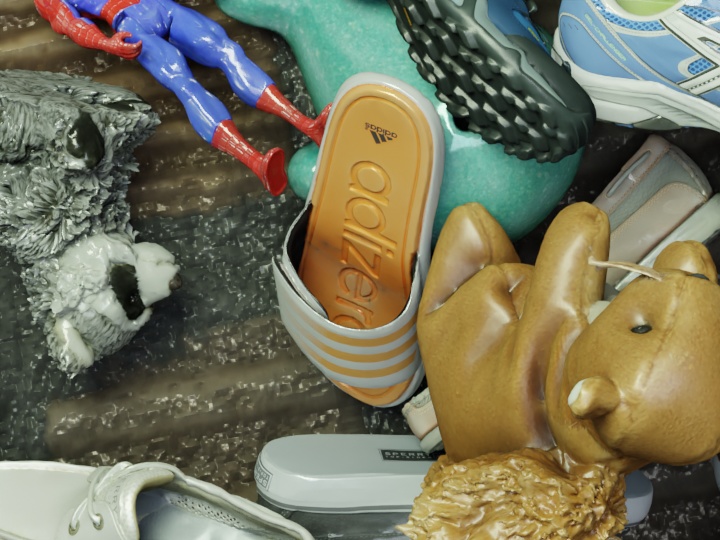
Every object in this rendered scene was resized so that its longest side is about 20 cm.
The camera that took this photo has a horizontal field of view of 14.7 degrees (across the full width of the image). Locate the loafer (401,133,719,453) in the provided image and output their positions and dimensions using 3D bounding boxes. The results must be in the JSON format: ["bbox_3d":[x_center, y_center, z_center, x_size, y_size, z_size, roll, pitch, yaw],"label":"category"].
[{"bbox_3d":[0.094,0.011,1.397,0.200,0.072,0.063,-37,84,-10],"label":"loafer"}]

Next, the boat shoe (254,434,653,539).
[{"bbox_3d":[0.045,0.125,1.396,0.199,0.070,0.067,2,112,-9],"label":"boat shoe"}]

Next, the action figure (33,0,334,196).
[{"bbox_3d":[-0.097,-0.117,1.358,0.200,0.052,0.065,37,64,24],"label":"action figure"}]

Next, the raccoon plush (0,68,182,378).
[{"bbox_3d":[-0.179,-0.031,1.382,0.199,0.097,0.135,17,105,24],"label":"raccoon plush"}]

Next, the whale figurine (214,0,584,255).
[{"bbox_3d":[0.021,-0.097,1.366,0.200,0.104,0.159,44,89,-2],"label":"whale figurine"}]

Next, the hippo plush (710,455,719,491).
[{"bbox_3d":[0.226,0.046,1.324,0.161,0.200,0.159,-49,67,15],"label":"hippo plush"}]

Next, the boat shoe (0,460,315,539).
[{"bbox_3d":[-0.107,0.121,1.354,0.199,0.070,0.071,11,53,13],"label":"boat shoe"}]

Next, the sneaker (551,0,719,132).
[{"bbox_3d":[0.182,-0.103,1.286,0.199,0.076,0.077,7,130,14],"label":"sneaker"}]

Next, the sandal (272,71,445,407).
[{"bbox_3d":[-0.007,-0.003,1.334,0.079,0.207,0.059,21,46,17],"label":"sandal"}]

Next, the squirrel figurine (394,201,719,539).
[{"bbox_3d":[0.103,0.073,1.262,0.141,0.187,0.201,26,87,-22],"label":"squirrel figurine"}]

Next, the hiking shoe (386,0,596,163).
[{"bbox_3d":[0.052,-0.137,1.303,0.086,0.075,0.200,-33,65,-19],"label":"hiking shoe"}]
